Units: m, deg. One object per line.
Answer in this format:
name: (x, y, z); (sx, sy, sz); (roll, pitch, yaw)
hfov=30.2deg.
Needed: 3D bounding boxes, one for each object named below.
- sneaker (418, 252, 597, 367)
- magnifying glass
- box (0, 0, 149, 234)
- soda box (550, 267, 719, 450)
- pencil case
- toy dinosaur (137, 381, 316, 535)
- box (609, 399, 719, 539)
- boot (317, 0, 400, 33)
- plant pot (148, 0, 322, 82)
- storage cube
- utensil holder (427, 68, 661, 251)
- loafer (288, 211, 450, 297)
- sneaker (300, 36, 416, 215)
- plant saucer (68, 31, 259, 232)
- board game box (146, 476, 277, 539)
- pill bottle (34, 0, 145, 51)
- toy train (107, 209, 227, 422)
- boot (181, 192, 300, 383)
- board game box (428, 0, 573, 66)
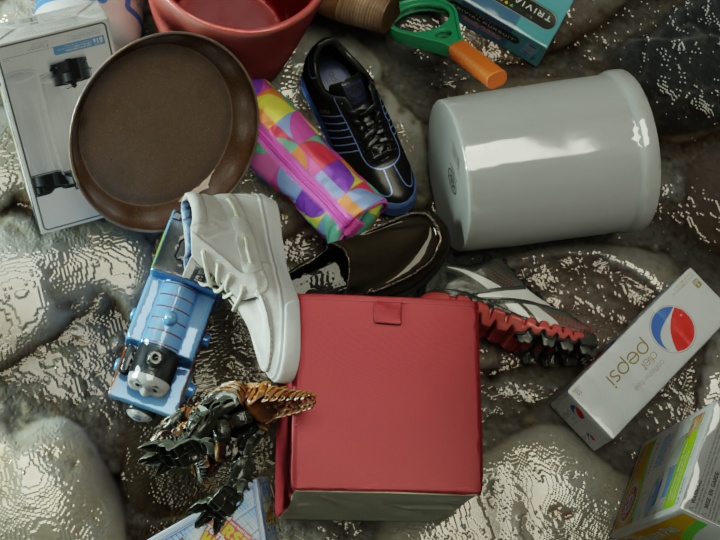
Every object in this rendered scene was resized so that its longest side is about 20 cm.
sneaker: (0.153, 0.036, 1.367); (0.199, 0.071, 0.099); (15, 62, -8)
magnifying glass: (0.093, -0.244, 1.425); (0.079, 0.023, 0.200); (-23, 39, -17)
box: (-0.282, -0.147, 1.297); (0.116, 0.201, 0.060); (-16, 32, -15)
soda box: (0.291, 0.091, 1.377); (0.200, 0.064, 0.068); (-42, 82, -19)
pencil case: (-0.065, -0.109, 1.375); (0.200, 0.088, 0.088); (43, 70, 7)
toy dinosaur: (-0.124, 0.138, 1.173); (0.102, 0.200, 0.136); (36, 41, -6)
box: (0.328, 0.213, 1.268); (0.101, 0.200, 0.113); (25, 71, 0)
boot: (-0.001, -0.355, 1.481); (0.154, 0.074, 0.200); (25, 52, 16)
plant pot: (-0.133, -0.282, 1.369); (0.198, 0.178, 0.202); (4, 67, -9)
storage cube: (0.015, 0.134, 1.257); (0.198, 0.171, 0.181); (4, 71, -8)
utensil holder: (0.184, -0.110, 1.376); (0.198, 0.170, 0.171); (-9, 73, -9)
loafer: (0.000, 0.000, 1.321); (0.199, 0.071, 0.073); (-29, 68, -5)
sneaker: (-0.001, -0.153, 1.404); (0.070, 0.078, 0.201); (-29, 78, -18)
plant saucer: (-0.193, -0.136, 1.291); (0.199, 0.201, 0.034); (-32, 38, -18)
board game box: (-0.128, 0.293, 1.206); (0.200, 0.062, 0.200); (-43, 82, 0)
pill bottle: (-0.279, -0.279, 1.383); (0.111, 0.112, 0.202); (7, 70, -7)
toy train: (-0.181, 0.045, 1.285); (0.086, 0.114, 0.201); (19, 69, -2)
boot: (-0.115, 0.014, 1.205); (0.095, 0.074, 0.201); (3, 50, -22)
board game box: (0.184, -0.355, 1.522); (0.150, 0.047, 0.201); (29, 69, 1)
